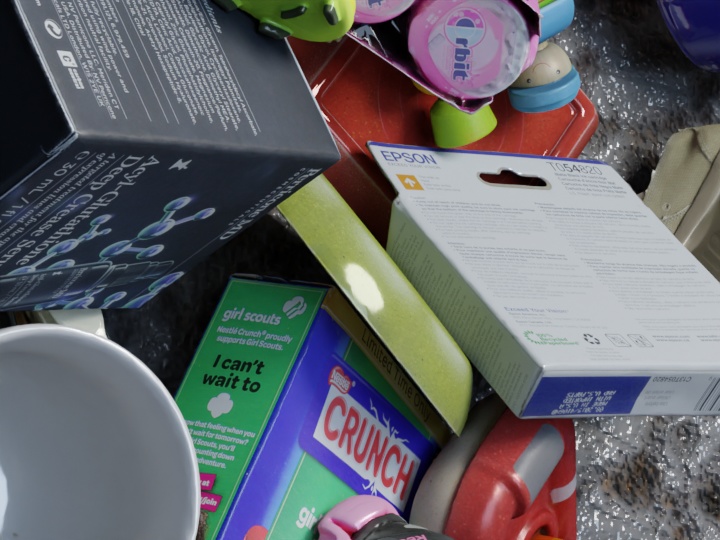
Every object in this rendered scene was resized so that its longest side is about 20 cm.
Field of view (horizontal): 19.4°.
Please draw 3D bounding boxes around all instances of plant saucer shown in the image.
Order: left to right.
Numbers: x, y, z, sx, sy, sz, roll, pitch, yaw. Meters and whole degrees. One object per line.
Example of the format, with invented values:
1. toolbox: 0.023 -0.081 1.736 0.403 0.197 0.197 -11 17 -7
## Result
1. plant saucer: 0.000 0.000 1.101 0.031 0.200 0.201 -38 107 -1
2. plant saucer: 0.048 -0.094 1.243 0.200 0.037 0.200 48 59 -20

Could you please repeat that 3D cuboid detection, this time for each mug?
1. mug: -0.193 0.119 0.953 0.200 0.175 0.148 -40 104 -28

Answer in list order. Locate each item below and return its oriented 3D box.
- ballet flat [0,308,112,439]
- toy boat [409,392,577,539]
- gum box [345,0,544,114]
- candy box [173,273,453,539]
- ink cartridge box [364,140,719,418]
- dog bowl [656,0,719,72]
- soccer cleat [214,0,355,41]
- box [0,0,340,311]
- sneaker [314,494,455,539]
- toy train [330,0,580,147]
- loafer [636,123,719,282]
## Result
1. ballet flat: -0.143 0.063 1.064 0.068 0.068 0.201 -31 100 -32
2. toy boat: 0.107 0.170 1.149 0.131 0.130 0.201 -50 146 -41
3. gum box: 0.000 -0.162 1.051 0.199 0.114 0.066 33 106 -9
4. candy box: -0.042 0.131 1.084 0.169 0.076 0.201 50 54 -48
5. ink cartridge box: 0.116 0.006 1.177 0.198 0.041 0.200 3 36 -36
6. dog bowl: 0.250 -0.229 1.339 0.199 0.078 0.202 12 76 -57
7. soccer cleat: -0.065 -0.186 0.952 0.200 0.064 0.084 43 49 -27
8. box: -0.133 -0.061 0.957 0.199 0.148 0.108 -1 61 -57
9. sneaker: -0.006 0.202 1.001 0.201 0.095 0.079 -61 143 -24
10. toy train: 0.042 -0.120 1.183 0.199 0.084 0.117 -31 117 -30
11. loafer: 0.188 -0.007 1.310 0.201 0.068 0.076 -56 134 -11
